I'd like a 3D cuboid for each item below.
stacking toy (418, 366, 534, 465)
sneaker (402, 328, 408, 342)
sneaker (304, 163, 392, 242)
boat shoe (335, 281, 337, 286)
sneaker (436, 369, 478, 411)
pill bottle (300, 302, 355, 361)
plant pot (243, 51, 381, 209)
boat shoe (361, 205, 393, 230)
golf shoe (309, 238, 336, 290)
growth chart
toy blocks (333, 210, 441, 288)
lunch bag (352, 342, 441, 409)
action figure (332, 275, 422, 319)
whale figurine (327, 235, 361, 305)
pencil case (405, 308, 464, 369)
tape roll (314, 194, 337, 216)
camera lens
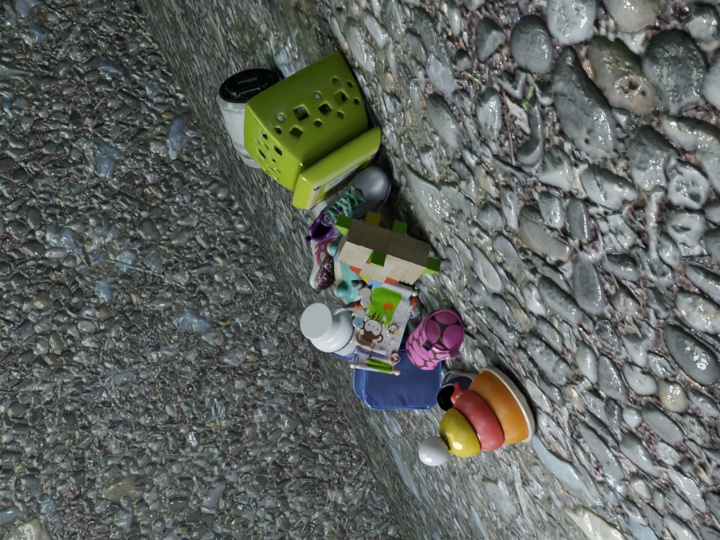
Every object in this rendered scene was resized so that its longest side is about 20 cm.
[{"bbox_3d":[0.184,0.271,1.124,0.146,0.199,0.146,57,165,24],"label":"stacking toy"},{"bbox_3d":[0.040,0.094,1.579,0.201,0.073,0.082,63,166,1],"label":"sneaker"},{"bbox_3d":[-0.023,-0.112,1.182,0.074,0.087,0.200,48,129,2],"label":"sneaker"},{"bbox_3d":[-0.049,-0.006,1.582,0.074,0.065,0.201,35,151,60],"label":"boat shoe"},{"bbox_3d":[0.185,0.250,1.321,0.075,0.084,0.200,61,166,7],"label":"sneaker"},{"bbox_3d":[-0.050,0.137,1.480,0.111,0.111,0.200,54,-168,32],"label":"pill bottle"},{"bbox_3d":[-0.081,-0.235,1.175,0.182,0.200,0.199,56,165,4],"label":"plant pot"},{"bbox_3d":[0.039,-0.079,1.279,0.073,0.063,0.201,-15,111,36],"label":"boat shoe"},{"bbox_3d":[-0.077,-0.045,1.485,0.092,0.201,0.073,7,152,30],"label":"golf shoe"},{"bbox_3d":[0.042,0.112,1.300,0.018,0.144,0.201,27,106,56],"label":"growth chart"},{"bbox_3d":[0.033,-0.020,1.199,0.137,0.199,0.100,122,164,-61],"label":"toy blocks"},{"bbox_3d":[0.084,0.228,1.436,0.132,0.199,0.137,-173,88,-77],"label":"lunch bag"},{"bbox_3d":[0.042,0.074,1.336,0.105,0.193,0.201,-33,49,56],"label":"action figure"},{"bbox_3d":[0.000,0.000,1.436,0.103,0.159,0.200,6,136,37],"label":"whale figurine"},{"bbox_3d":[0.143,0.143,1.275,0.094,0.090,0.200,59,168,12],"label":"pencil case"},{"bbox_3d":[-0.056,-0.105,1.633,0.203,0.037,0.203,57,166,23],"label":"tape roll"},{"bbox_3d":[-0.245,-0.370,1.567,0.160,0.160,0.200,50,161,41],"label":"camera lens"}]
